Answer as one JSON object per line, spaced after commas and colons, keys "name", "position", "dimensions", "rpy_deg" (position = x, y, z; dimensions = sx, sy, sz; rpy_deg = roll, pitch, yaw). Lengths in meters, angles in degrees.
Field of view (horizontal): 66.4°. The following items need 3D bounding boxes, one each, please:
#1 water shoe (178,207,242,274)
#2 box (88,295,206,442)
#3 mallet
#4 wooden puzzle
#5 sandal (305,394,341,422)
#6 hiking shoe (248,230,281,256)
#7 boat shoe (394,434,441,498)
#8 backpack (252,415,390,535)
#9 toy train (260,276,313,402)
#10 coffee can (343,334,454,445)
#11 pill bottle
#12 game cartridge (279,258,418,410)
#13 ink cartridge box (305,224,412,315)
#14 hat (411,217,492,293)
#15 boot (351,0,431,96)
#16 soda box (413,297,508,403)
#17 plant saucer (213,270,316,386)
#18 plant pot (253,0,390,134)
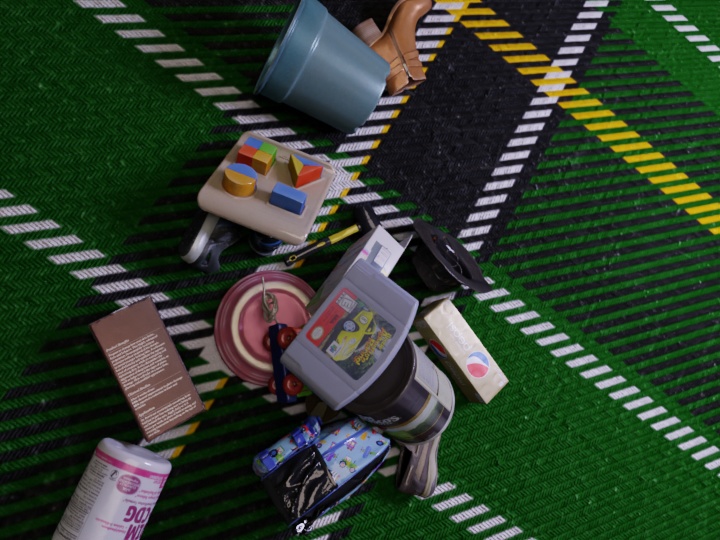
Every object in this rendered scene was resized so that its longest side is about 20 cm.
{"name": "water shoe", "position": [-0.238, -0.087, 0.955], "dimensions": [0.079, 0.071, 0.201], "rpy_deg": [45, 63, -37]}
{"name": "box", "position": [-0.332, 0.154, 0.866], "dimensions": [0.099, 0.075, 0.202], "rpy_deg": [-26, 90, -20]}
{"name": "mallet", "position": [-0.055, -0.068, 1.020], "dimensions": [0.198, 0.041, 0.067], "rpy_deg": [-19, 86, -17]}
{"name": "wooden puzzle", "position": [-0.148, -0.151, 0.917], "dimensions": [0.183, 0.047, 0.201], "rpy_deg": [21, 49, -3]}
{"name": "sandal", "position": [-0.032, 0.171, 0.969], "dimensions": [0.054, 0.079, 0.202], "rpy_deg": [45, 58, -51]}
{"name": "hiking shoe", "position": [-0.120, -0.112, 0.977], "dimensions": [0.074, 0.087, 0.201], "rpy_deg": [35, 71, -9]}
{"name": "boat shoe", "position": [0.098, 0.299, 0.980], "dimensions": [0.072, 0.074, 0.203], "rpy_deg": [7, 77, -17]}
{"name": "backpack", "position": [-0.056, 0.301, 0.871], "dimensions": [0.199, 0.183, 0.135], "rpy_deg": [-33, 75, -18]}
{"name": "toy train", "position": [-0.095, 0.105, 0.899], "dimensions": [0.114, 0.084, 0.203], "rpy_deg": [-4, 81, -30]}
{"name": "coffee can", "position": [0.056, 0.188, 0.898], "dimensions": [0.200, 0.145, 0.148], "rpy_deg": [47, 62, -50]}
{"name": "pill bottle", "position": [-0.367, 0.359, 0.793], "dimensions": [0.112, 0.113, 0.202], "rpy_deg": [25, 74, -12]}
{"name": "game cartridge", "position": [-0.010, 0.096, 0.812], "dimensions": [0.133, 0.041, 0.201], "rpy_deg": [37, 83, 14]}
{"name": "ink cartridge box", "position": [0.000, 0.000, 0.958], "dimensions": [0.067, 0.117, 0.201], "rpy_deg": [42, 54, -11]}
{"name": "hat", "position": [0.154, -0.005, 1.042], "dimensions": [0.200, 0.201, 0.081], "rpy_deg": [39, 111, -8]}
{"name": "boot", "position": [0.095, -0.459, 1.124], "dimensions": [0.199, 0.074, 0.156], "rpy_deg": [-34, 90, -9]}
{"name": "soda box", "position": [0.187, 0.152, 1.043], "dimensions": [0.068, 0.064, 0.201], "rpy_deg": [-37, 93, -20]}
{"name": "plant saucer", "position": [-0.150, 0.097, 0.948], "dimensions": [0.198, 0.051, 0.203], "rpy_deg": [3, 80, -18]}
{"name": "plant pot", "position": [-0.063, -0.360, 0.996], "dimensions": [0.195, 0.200, 0.202], "rpy_deg": [27, 73, -20]}
